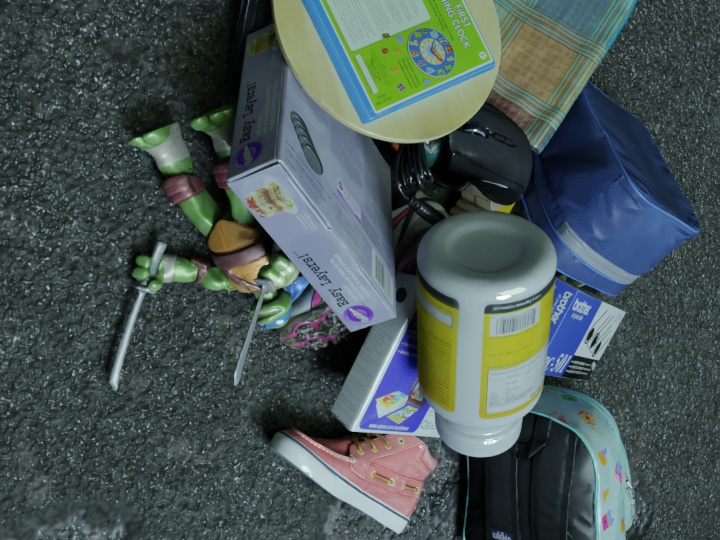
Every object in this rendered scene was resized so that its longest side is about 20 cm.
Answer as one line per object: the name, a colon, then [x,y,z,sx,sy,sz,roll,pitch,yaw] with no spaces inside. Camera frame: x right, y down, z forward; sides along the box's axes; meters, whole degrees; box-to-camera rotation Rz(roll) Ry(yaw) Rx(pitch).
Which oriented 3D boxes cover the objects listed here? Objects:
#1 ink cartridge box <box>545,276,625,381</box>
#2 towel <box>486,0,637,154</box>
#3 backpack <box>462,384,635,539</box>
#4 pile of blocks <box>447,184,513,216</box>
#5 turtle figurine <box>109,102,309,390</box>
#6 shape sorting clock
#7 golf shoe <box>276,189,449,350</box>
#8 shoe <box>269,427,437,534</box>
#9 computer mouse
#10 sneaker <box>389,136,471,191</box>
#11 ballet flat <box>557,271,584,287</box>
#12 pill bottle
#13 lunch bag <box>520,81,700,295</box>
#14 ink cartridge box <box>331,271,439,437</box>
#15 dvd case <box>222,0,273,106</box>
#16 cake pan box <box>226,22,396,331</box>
ink cartridge box: [0.225,0.066,0.910,0.199,0.044,0.095,16,104,-58]
towel: [0.170,-0.234,0.836,0.146,0.022,0.201,32,80,10]
backpack: [0.205,0.224,0.910,0.152,0.174,0.203,-26,114,-43]
pile of blocks: [0.097,-0.016,0.865,0.082,0.062,0.201,35,88,-44]
turtle figurine: [-0.123,-0.020,0.672,0.198,0.143,0.197,-27,108,-28]
shape sorting clock: [0.024,-0.199,0.670,0.197,0.039,0.204,3,79,-17]
golf shoe: [0.000,0.000,0.803,0.198,0.093,0.073,-32,150,-6]
shoe: [-0.001,0.182,0.834,0.200,0.071,0.092,41,76,-37]
computer mouse: [0.103,-0.090,0.737,0.199,0.046,0.143,31,62,-45]
sneaker: [0.046,-0.145,0.765,0.071,0.080,0.200,-47,134,2]
ballet flat: [0.219,-0.006,0.936,0.198,0.073,0.074,-16,108,-31]
pill bottle: [0.103,0.060,0.710,0.111,0.112,0.202,-25,133,-26]
lunch bag: [0.235,-0.084,0.866,0.135,0.202,0.132,24,129,-32]
ink cartridge box: [0.084,0.068,0.818,0.197,0.043,0.202,17,104,-50]
dvd case: [-0.033,-0.225,0.723,0.147,0.016,0.202,-2,122,-32]
cake pan box: [-0.030,-0.077,0.690,0.200,0.052,0.186,51,29,-43]
